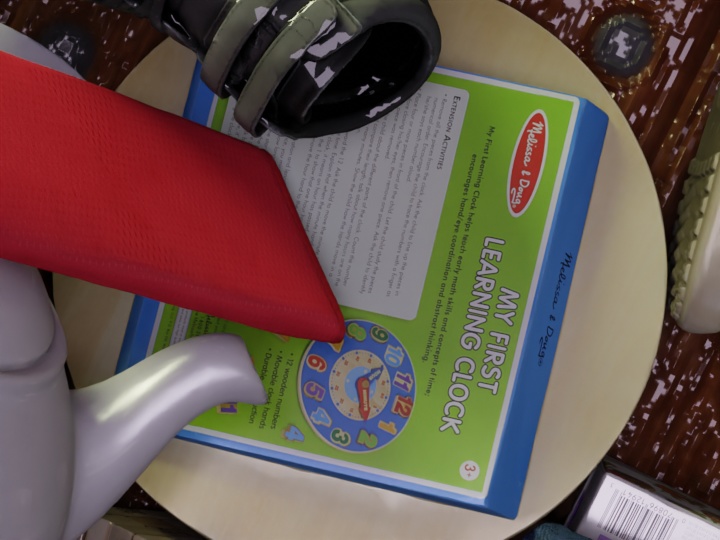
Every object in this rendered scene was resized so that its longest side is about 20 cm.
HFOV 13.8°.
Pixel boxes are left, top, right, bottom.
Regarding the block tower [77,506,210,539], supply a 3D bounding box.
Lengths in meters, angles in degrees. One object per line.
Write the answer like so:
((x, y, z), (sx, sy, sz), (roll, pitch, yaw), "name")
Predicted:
((-0.011, 0.130, 0.932), (0.200, 0.058, 0.054), (20, 96, 38), "block tower")

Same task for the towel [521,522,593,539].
((0.122, 0.163, 0.970), (0.200, 0.049, 0.112), (27, 129, -2), "towel")

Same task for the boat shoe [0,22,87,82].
((-0.160, -0.059, 0.931), (0.200, 0.066, 0.070), (38, 139, 0), "boat shoe")

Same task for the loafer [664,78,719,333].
((0.154, -0.071, 0.960), (0.068, 0.076, 0.200), (16, 98, -6), "loafer")

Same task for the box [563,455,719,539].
((0.159, 0.123, 0.992), (0.200, 0.039, 0.041), (25, 97, -2), "box")

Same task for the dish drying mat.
((-0.081, -0.025, 0.866), (0.018, 0.200, 0.077), (-38, 59, 24), "dish drying mat")

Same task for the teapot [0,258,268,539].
((-0.160, 0.023, 0.860), (0.197, 0.200, 0.146), (39, 108, 14), "teapot")

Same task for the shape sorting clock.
((0.000, 0.000, 0.970), (0.200, 0.039, 0.200), (-1, 78, 5), "shape sorting clock")

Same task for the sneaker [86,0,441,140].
((-0.057, -0.092, 0.899), (0.200, 0.099, 0.071), (2, 137, -35), "sneaker")
